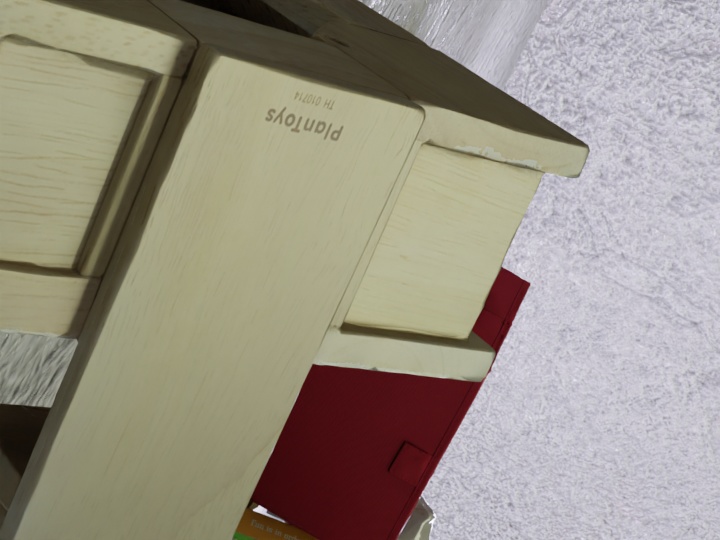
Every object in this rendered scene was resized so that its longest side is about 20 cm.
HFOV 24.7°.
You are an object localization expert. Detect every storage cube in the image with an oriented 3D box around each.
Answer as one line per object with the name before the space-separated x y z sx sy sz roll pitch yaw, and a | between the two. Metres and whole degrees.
storage cube | -0.010 0.064 1.135 0.201 0.179 0.171 -62 176 24

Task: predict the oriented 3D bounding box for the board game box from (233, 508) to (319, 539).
board game box | -0.072 0.204 1.145 0.096 0.199 0.030 114 -1 -51

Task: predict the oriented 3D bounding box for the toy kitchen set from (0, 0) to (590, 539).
toy kitchen set | -0.082 -0.014 0.483 0.199 0.180 0.164 10 111 -43

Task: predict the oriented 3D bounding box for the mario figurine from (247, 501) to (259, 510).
mario figurine | -0.055 0.108 1.267 0.105 0.124 0.200 -15 -171 33

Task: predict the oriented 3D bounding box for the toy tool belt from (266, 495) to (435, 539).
toy tool belt | -0.025 0.195 1.342 0.200 0.122 0.126 -172 -79 -74
